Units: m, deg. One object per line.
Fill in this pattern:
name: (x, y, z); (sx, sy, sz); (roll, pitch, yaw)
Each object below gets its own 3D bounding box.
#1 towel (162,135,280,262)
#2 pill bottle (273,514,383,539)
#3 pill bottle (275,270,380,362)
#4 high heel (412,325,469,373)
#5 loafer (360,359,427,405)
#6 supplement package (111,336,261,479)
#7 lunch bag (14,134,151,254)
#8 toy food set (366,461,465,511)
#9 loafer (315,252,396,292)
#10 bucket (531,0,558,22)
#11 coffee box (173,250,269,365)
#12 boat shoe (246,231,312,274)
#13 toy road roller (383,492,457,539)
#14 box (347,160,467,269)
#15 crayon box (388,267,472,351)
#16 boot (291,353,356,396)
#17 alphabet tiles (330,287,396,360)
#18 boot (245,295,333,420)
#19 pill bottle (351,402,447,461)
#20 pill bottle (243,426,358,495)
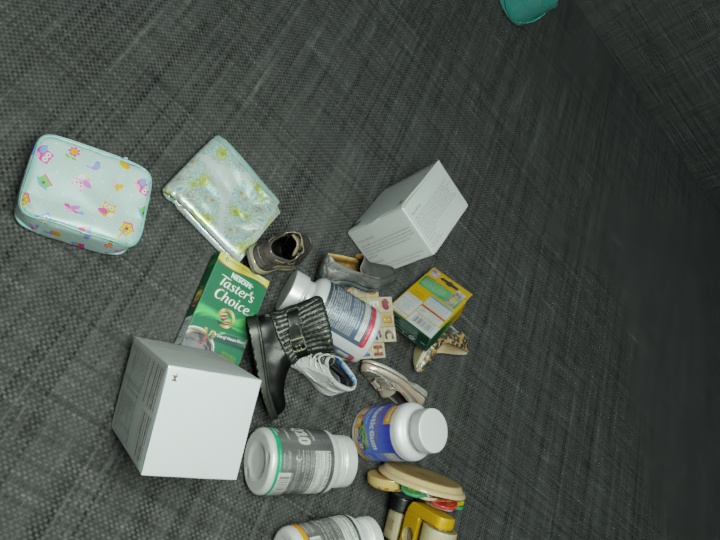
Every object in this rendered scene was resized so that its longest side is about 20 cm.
towel: (-0.262, -0.139, 1.159); (0.200, 0.048, 0.173); (47, 51, -19)
pill bottle: (-0.057, 0.518, 1.090); (0.196, 0.115, 0.120); (8, 71, -39)
pill bottle: (-0.067, 0.088, 1.202); (0.197, 0.119, 0.122); (32, 58, -16)
high heel: (0.202, 0.205, 1.433); (0.143, 0.071, 0.202); (46, 44, -14)
loafer: (0.074, 0.263, 1.313); (0.198, 0.071, 0.064); (34, 64, -31)
supplement package: (-0.275, 0.208, 0.917); (0.149, 0.198, 0.155); (17, 86, -35)
lunch bag: (-0.448, -0.124, 0.977); (0.196, 0.076, 0.165); (19, 64, -35)
toy food set: (0.123, 0.443, 1.217); (0.199, 0.194, 0.050); (29, 75, -53)
loafer: (0.000, 0.000, 1.291); (0.195, 0.074, 0.073); (-2, 36, -31)
bucket: (0.585, -0.978, 2.079); (0.203, 0.133, 0.214); (14, 67, -36)
coffee box: (-0.255, 0.080, 1.100); (0.122, 0.043, 0.204); (35, 57, -28)
boat shoe: (-0.145, -0.039, 1.188); (0.199, 0.072, 0.076); (-30, 101, -60)
toy road roller: (0.139, 0.537, 1.195); (0.143, 0.198, 0.126); (20, 81, -30)
box: (0.109, -0.119, 1.369); (0.132, 0.197, 0.201); (52, 51, -15)
crayon box: (0.164, 0.088, 1.411); (0.125, 0.052, 0.199); (35, 47, 20)
boot: (-0.090, 0.174, 1.178); (0.199, 0.095, 0.075); (43, 54, -22)
alphabet tiles: (-0.011, 0.109, 1.297); (0.195, 0.006, 0.172); (1, 76, -27)
boot: (-0.122, 0.164, 1.100); (0.153, 0.079, 0.217); (-12, 109, -18)
pill bottle: (0.080, 0.329, 1.207); (0.110, 0.198, 0.116); (13, 67, -36)
pill bottle: (-0.108, 0.353, 1.099); (0.196, 0.112, 0.117); (14, 68, -37)
